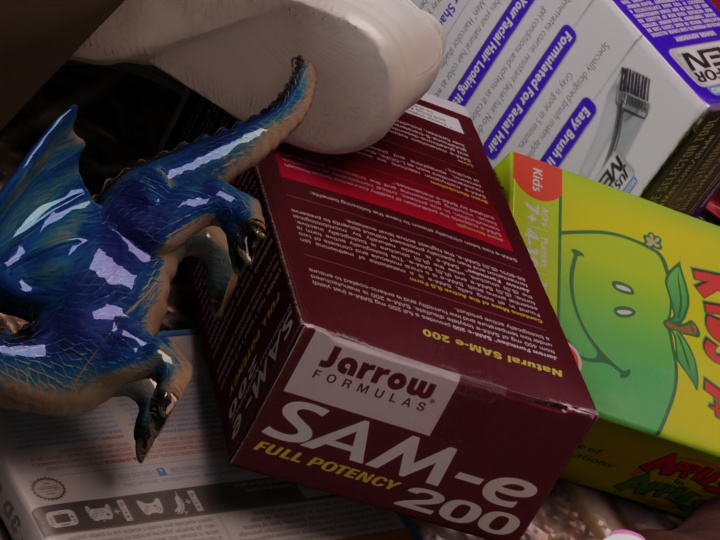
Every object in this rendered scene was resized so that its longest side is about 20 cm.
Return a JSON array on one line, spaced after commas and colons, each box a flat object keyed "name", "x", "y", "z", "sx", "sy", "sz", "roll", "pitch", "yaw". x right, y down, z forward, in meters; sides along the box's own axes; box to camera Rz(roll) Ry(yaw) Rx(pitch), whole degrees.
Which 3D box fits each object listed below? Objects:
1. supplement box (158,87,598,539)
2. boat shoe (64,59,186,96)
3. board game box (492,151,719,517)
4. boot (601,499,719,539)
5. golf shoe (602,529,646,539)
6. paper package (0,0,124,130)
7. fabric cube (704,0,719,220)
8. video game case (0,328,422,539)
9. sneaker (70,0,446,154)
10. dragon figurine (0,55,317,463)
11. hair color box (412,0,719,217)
[{"name": "supplement box", "x": 0.000, "y": 0.000, "z": 0.935, "sx": 0.108, "sy": 0.061, "sz": 0.200, "roll": 18, "pitch": 27, "yaw": -21}, {"name": "boat shoe", "x": -0.070, "y": -0.102, "z": 1.021, "sx": 0.199, "sy": 0.075, "sz": 0.062, "roll": 10, "pitch": 52, "yaw": -16}, {"name": "board game box", "x": 0.129, "y": 0.038, "z": 1.014, "sx": 0.199, "sy": 0.048, "sz": 0.102, "roll": 19, "pitch": 53, "yaw": -21}, {"name": "boot", "x": 0.160, "y": 0.118, "z": 0.880, "sx": 0.199, "sy": 0.073, "sz": 0.166, "roll": 11, "pitch": 17, "yaw": 32}, {"name": "golf shoe", "x": 0.042, "y": 0.119, "z": 0.773, "sx": 0.199, "sy": 0.075, "sz": 0.092, "roll": 3, "pitch": 80, "yaw": -11}, {"name": "paper package", "x": -0.164, "y": -0.104, "z": 0.824, "sx": 0.190, "sy": 0.200, "sz": 0.104, "roll": -15, "pitch": 73, "yaw": -46}, {"name": "fabric cube", "x": 0.255, "y": -0.108, "z": 1.176, "sx": 0.200, "sy": 0.197, "sz": 0.199, "roll": 40, "pitch": 35, "yaw": 8}, {"name": "video game case", "x": -0.034, "y": 0.099, "z": 0.858, "sx": 0.143, "sy": 0.018, "sz": 0.200, "roll": -3, "pitch": 49, "yaw": -41}, {"name": "sneaker", "x": -0.062, "y": -0.107, "z": 0.948, "sx": 0.199, "sy": 0.076, "sz": 0.088, "roll": 30, "pitch": 30, "yaw": 9}, {"name": "dragon figurine", "x": -0.086, "y": -0.009, "z": 0.831, "sx": 0.099, "sy": 0.059, "sz": 0.201, "roll": 29, "pitch": 71, "yaw": -4}, {"name": "hair color box", "x": 0.066, "y": -0.099, "z": 1.089, "sx": 0.065, "sy": 0.110, "sz": 0.200, "roll": -11, "pitch": 56, "yaw": -45}]
